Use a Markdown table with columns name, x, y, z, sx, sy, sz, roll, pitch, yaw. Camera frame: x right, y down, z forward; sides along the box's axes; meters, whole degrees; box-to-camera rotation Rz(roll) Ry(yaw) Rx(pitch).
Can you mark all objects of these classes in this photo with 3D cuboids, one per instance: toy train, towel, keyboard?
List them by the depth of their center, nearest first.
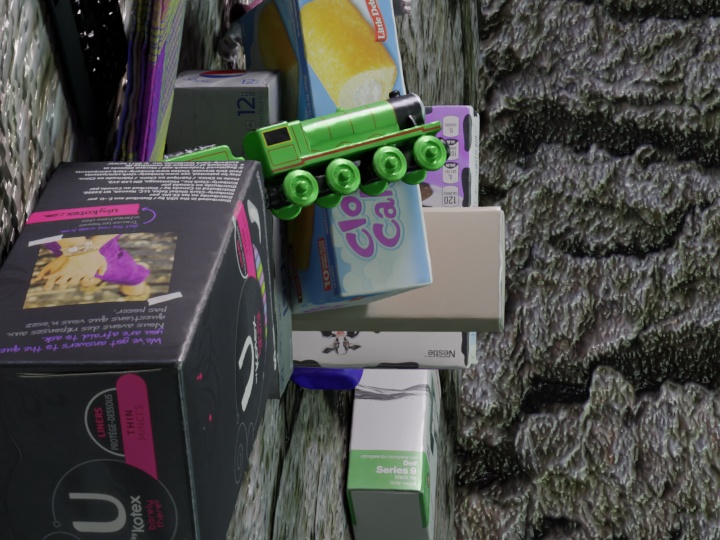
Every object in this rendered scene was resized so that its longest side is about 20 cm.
| name | x | y | z | sx | sy | sz | roll | pitch | yaw |
| --- | --- | --- | --- | --- | --- | --- | --- | --- | --- |
| keyboard | -0.130 | -0.169 | 1.027 | 0.201 | 0.039 | 0.105 | 84 | 10 | -48 |
| towel | -0.109 | -0.131 | 1.096 | 0.144 | 0.023 | 0.202 | -86 | -175 | -63 |
| toy train | -0.037 | -0.062 | 1.231 | 0.042 | 0.199 | 0.057 | -34 | -106 | 63 |

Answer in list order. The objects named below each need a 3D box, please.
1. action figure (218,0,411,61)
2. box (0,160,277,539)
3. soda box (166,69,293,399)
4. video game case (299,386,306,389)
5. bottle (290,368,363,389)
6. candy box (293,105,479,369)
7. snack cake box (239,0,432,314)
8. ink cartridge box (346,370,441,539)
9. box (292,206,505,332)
| name | x | y | z | sx | sy | sz | roll | pitch | yaw |
| --- | --- | --- | --- | --- | --- | --- | --- | --- | --- |
| action figure | -0.026 | -0.152 | 1.481 | 0.149 | 0.133 | 0.202 | -33 | 126 | -82 |
| box | -0.106 | 0.043 | 0.962 | 0.200 | 0.105 | 0.123 | -76 | 164 | -60 |
| soda box | -0.081 | -0.023 | 1.300 | 0.063 | 0.068 | 0.202 | -66 | 155 | -74 |
| video game case | -0.030 | 0.013 | 1.891 | 0.200 | 0.023 | 0.184 | 7 | 84 | -82 |
| bottle | -0.027 | -0.004 | 1.743 | 0.084 | 0.065 | 0.202 | 63 | 29 | -72 |
| candy box | 0.007 | -0.025 | 1.606 | 0.072 | 0.166 | 0.202 | -2 | 92 | -82 |
| snack cake box | -0.017 | -0.079 | 1.327 | 0.115 | 0.067 | 0.202 | 162 | -80 | -67 |
| ink cartridge box | 0.037 | 0.176 | 2.176 | 0.146 | 0.083 | 0.201 | 80 | 12 | -56 |
| box | 0.000 | 0.000 | 1.423 | 0.068 | 0.198 | 0.083 | 64 | 28 | -79 |
